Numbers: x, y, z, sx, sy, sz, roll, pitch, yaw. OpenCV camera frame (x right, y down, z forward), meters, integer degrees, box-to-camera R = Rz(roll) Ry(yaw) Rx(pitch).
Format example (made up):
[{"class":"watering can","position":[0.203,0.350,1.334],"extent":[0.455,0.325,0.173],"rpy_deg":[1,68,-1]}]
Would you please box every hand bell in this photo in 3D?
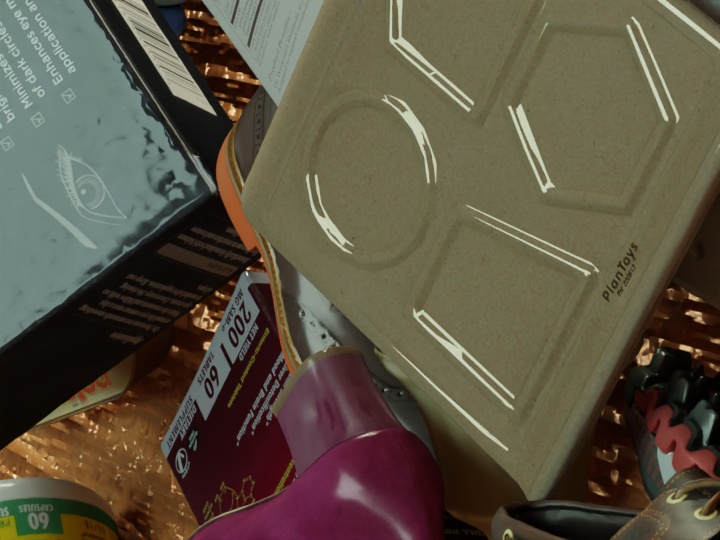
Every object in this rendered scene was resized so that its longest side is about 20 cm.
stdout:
[{"class":"hand bell","position":[0.063,0.125,1.083],"extent":[0.104,0.104,0.200],"rpy_deg":[10,106,59]}]

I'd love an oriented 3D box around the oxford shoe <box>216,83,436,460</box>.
[{"class":"oxford shoe","position":[0.000,0.000,1.165],"extent":[0.200,0.071,0.073],"rpy_deg":[58,147,23]}]

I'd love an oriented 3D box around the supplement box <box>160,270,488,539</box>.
[{"class":"supplement box","position":[-0.013,0.104,1.209],"extent":[0.109,0.061,0.200],"rpy_deg":[-64,37,28]}]

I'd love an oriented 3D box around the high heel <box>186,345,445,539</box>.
[{"class":"high heel","position":[-0.022,0.126,1.087],"extent":[0.200,0.067,0.096],"rpy_deg":[109,144,-46]}]

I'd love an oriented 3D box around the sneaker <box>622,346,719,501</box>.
[{"class":"sneaker","position":[0.137,0.109,0.952],"extent":[0.098,0.071,0.200],"rpy_deg":[-63,38,25]}]

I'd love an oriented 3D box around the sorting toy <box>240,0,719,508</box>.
[{"class":"sorting toy","position":[0.048,-0.045,0.990],"extent":[0.200,0.036,0.185],"rpy_deg":[47,125,34]}]

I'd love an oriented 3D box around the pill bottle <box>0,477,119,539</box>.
[{"class":"pill bottle","position":[-0.161,0.214,1.379],"extent":[0.113,0.113,0.200],"rpy_deg":[-49,45,43]}]

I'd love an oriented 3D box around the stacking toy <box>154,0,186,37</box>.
[{"class":"stacking toy","position":[-0.128,-0.107,1.432],"extent":[0.085,0.085,0.200],"rpy_deg":[34,119,56]}]

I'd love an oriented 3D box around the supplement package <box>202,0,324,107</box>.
[{"class":"supplement package","position":[0.005,-0.142,1.176],"extent":[0.200,0.114,0.110],"rpy_deg":[55,131,47]}]

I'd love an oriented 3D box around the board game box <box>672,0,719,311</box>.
[{"class":"board game box","position":[0.111,-0.101,0.955],"extent":[0.200,0.026,0.200],"rpy_deg":[34,126,36]}]

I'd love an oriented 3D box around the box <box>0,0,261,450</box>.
[{"class":"box","position":[-0.172,-0.048,1.312],"extent":[0.200,0.117,0.197],"rpy_deg":[-36,73,11]}]

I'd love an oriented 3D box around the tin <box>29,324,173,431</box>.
[{"class":"tin","position":[-0.166,0.022,1.448],"extent":[0.200,0.042,0.112],"rpy_deg":[-20,99,55]}]

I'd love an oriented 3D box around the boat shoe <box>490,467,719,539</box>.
[{"class":"boat shoe","position":[0.104,0.098,0.878],"extent":[0.200,0.070,0.070],"rpy_deg":[-12,79,53]}]
